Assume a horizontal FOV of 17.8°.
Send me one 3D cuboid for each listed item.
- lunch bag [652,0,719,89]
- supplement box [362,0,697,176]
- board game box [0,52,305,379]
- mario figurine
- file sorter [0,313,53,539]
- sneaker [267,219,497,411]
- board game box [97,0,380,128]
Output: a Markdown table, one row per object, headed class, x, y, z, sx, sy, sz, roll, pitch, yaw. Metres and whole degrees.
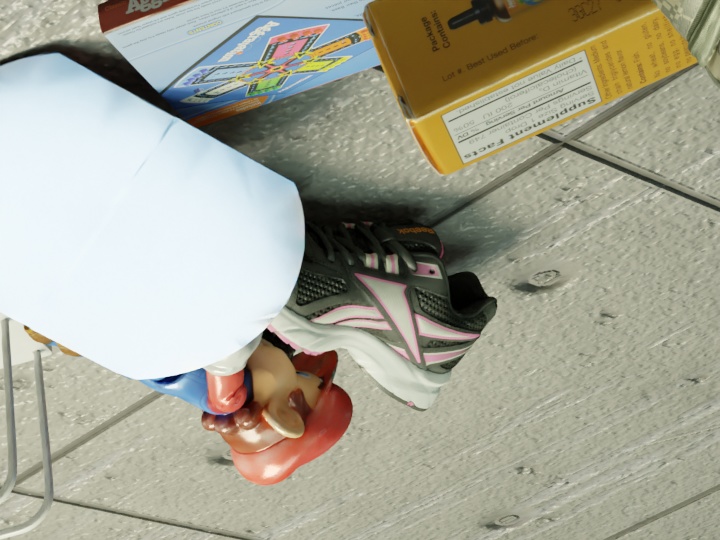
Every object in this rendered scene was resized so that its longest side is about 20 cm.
| class | x | y | z | sx | sy | sz | roll | pitch | yaw |
| --- | --- | --- | --- | --- | --- | --- | --- | --- | --- |
| lunch bag | 0.221 | -0.131 | 0.900 | 0.200 | 0.168 | 0.140 | -29 | 159 | -25 |
| supplement box | 0.106 | -0.119 | 1.028 | 0.199 | 0.067 | 0.069 | -23 | 153 | 3 |
| board game box | -0.126 | -0.032 | 1.150 | 0.199 | 0.039 | 0.158 | 28 | 125 | -15 |
| mario figurine | -0.082 | 0.038 | 1.277 | 0.200 | 0.124 | 0.106 | 29 | 118 | -34 |
| file sorter | -0.262 | 0.067 | 1.231 | 0.138 | 0.125 | 0.200 | -14 | 153 | 10 |
| sneaker | 0.000 | 0.000 | 1.268 | 0.086 | 0.080 | 0.200 | -45 | 140 | 14 |
| board game box | -0.010 | -0.125 | 1.063 | 0.199 | 0.020 | 0.103 | -18 | 151 | 14 |
